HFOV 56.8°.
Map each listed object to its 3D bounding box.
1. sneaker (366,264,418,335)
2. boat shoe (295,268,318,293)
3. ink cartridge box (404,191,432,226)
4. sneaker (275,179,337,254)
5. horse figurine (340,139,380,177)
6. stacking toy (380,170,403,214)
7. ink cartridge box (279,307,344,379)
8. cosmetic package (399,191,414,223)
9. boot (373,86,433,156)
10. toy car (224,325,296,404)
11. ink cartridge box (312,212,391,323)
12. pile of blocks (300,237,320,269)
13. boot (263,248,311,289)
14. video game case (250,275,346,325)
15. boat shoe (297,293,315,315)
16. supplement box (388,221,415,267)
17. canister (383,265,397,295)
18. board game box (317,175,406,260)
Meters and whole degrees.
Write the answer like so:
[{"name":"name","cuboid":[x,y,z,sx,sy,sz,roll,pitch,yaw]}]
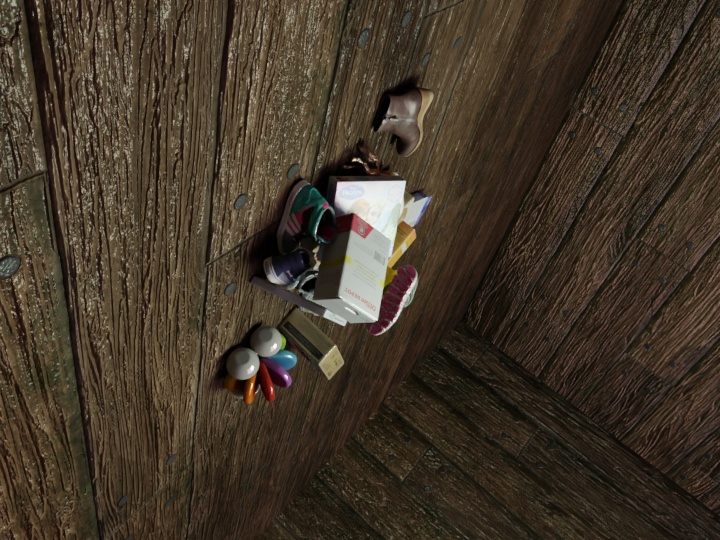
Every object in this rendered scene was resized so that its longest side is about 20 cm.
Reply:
[{"name":"sneaker","cuboid":[0.091,0.084,1.728,0.202,0.073,0.087,-59,156,-1]},{"name":"boat shoe","cuboid":[-0.130,0.030,1.729,0.072,0.067,0.200,-54,163,4]},{"name":"ink cartridge box","cuboid":[0.146,-0.180,2.103,0.199,0.042,0.121,-25,147,-51]},{"name":"sneaker","cuboid":[-0.113,-0.088,1.473,0.083,0.120,0.202,-35,155,-43]},{"name":"horse figurine","cuboid":[-0.005,-0.205,1.597,0.131,0.050,0.202,11,113,-42]},{"name":"stacking toy","cuboid":[0.062,-0.209,1.739,0.148,0.144,0.200,-64,176,30]},{"name":"ink cartridge box","cuboid":[-0.136,0.211,1.889,0.075,0.164,0.201,-46,161,-12]},{"name":"cosmetic package","cuboid":[0.045,-0.149,1.798,0.200,0.105,0.072,-41,159,-31]},{"name":"boot","cuboid":[0.087,-0.355,1.626,0.165,0.072,0.202,-22,146,-39]},{"name":"toy car","cuboid":[-0.246,0.256,1.711,0.200,0.149,0.176,-44,159,-29]},{"name":"ink cartridge box","cuboid":[-0.017,-0.002,1.489,0.145,0.082,0.204,34,58,-42]},{"name":"pile of blocks","cuboid":[-0.104,-0.070,1.627,0.082,0.062,0.201,-46,161,-22]},{"name":"boot","cuboid":[-0.146,-0.004,1.512,0.089,0.074,0.200,-18,175,8]},{"name":"video game case","cuboid":[-0.141,0.074,1.572,0.022,0.197,0.182,-65,163,-5]},{"name":"boat shoe","cuboid":[-0.115,0.096,1.897,0.073,0.062,0.200,-56,161,8]},{"name":"supplement box","cuboid":[0.082,-0.056,2.009,0.201,0.066,0.069,-51,162,-9]},{"name":"canister","cuboid":[0.000,0.000,1.793,0.148,0.199,0.087,-23,146,-57]},{"name":"board game box","cuboid":[0.004,-0.123,1.584,0.197,0.041,0.203,-7,118,-33]}]
